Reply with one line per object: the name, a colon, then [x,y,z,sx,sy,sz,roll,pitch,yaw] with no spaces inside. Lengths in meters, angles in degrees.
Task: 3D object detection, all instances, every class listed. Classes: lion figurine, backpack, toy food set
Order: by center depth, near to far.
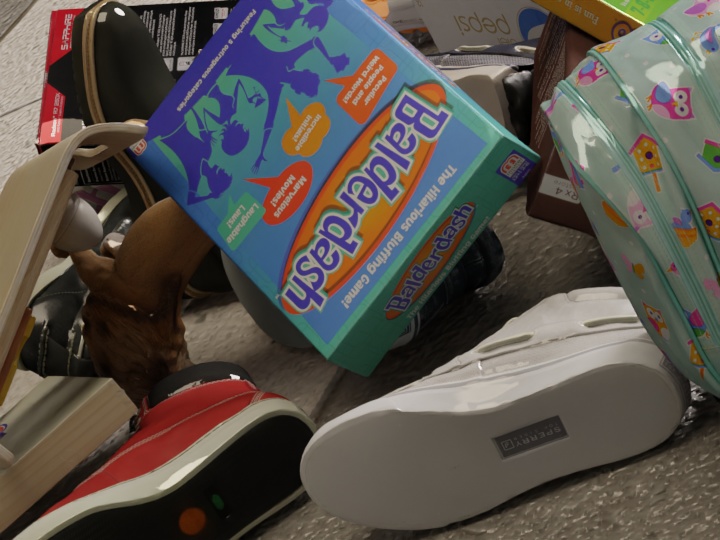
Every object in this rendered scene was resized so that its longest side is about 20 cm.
backpack: [0.171,-0.025,1.117,0.126,0.200,0.167,-33,26,-4]
toy food set: [-0.181,0.017,1.374,0.143,0.060,0.200,-14,54,68]
lion figurine: [-0.110,-0.017,1.440,0.123,0.072,0.200,47,118,40]

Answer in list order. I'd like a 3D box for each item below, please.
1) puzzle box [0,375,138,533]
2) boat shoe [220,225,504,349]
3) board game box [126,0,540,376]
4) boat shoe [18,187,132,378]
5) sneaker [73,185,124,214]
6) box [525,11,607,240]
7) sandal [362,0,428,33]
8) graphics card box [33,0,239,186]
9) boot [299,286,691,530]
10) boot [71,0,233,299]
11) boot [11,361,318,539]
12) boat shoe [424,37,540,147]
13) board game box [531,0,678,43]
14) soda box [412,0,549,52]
puzzle box: [-0.203,0.112,1.408,0.133,0.025,0.200,-43,10,-14]
boat shoe: [0.000,0.000,1.428,0.091,0.071,0.200,-28,21,-26]
board game box: [-0.019,-0.063,1.335,0.152,0.045,0.200,-52,56,9]
boat shoe: [-0.152,0.006,1.588,0.067,0.072,0.200,12,38,23]
sneaker: [-0.155,-0.100,1.718,0.200,0.089,0.080,-21,-14,13]
box: [0.150,-0.092,1.360,0.100,0.075,0.200,16,33,-5]
sandal: [0.021,-0.206,1.730,0.206,0.059,0.079,-14,64,22]
graphics card box: [-0.109,-0.120,1.632,0.199,0.051,0.126,-4,51,5]
boot: [0.070,0.066,1.230,0.199,0.074,0.096,-14,23,15]
boot: [-0.086,-0.082,1.512,0.138,0.200,0.077,-6,28,35]
boot: [-0.129,0.122,1.338,0.200,0.073,0.144,-32,22,-14]
boat shoe: [0.076,-0.107,1.543,0.093,0.075,0.200,-22,16,-29]
board game box: [0.143,-0.157,1.364,0.200,0.030,0.095,35,34,20]
soda box: [0.120,-0.168,1.586,0.064,0.068,0.200,-42,27,-22]
